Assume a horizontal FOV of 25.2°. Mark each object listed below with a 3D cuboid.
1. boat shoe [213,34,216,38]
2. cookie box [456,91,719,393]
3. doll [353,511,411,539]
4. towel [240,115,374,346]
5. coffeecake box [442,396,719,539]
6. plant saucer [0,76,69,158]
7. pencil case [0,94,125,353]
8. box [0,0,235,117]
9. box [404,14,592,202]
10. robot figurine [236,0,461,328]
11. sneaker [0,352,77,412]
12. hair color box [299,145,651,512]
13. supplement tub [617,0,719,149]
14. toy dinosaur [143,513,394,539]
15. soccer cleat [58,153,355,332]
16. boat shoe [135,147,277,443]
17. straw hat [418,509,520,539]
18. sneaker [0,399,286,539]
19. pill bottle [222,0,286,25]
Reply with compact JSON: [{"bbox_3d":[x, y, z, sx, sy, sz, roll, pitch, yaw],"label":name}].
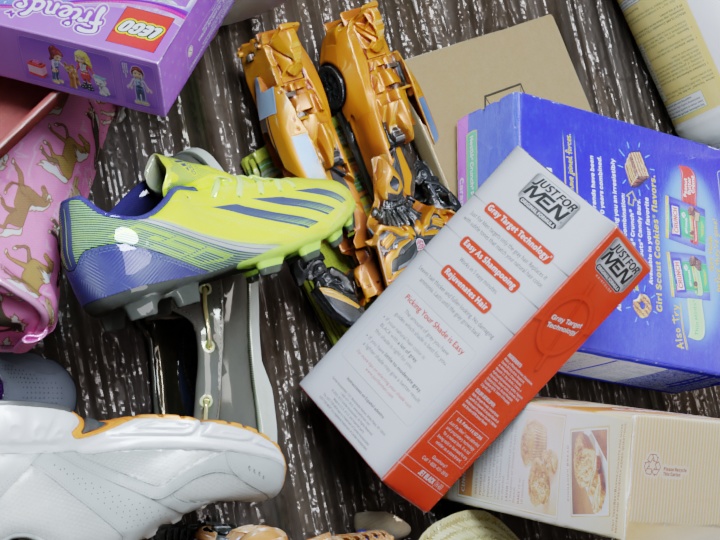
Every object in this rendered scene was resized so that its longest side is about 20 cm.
[{"bbox_3d":[-0.160,-0.189,0.947,0.200,0.072,0.075,43,46,20],"label":"boat shoe"},{"bbox_3d":[0.165,-0.015,1.103,0.198,0.075,0.173,12,70,-31],"label":"cookie box"},{"bbox_3d":[-0.002,0.251,0.954,0.136,0.048,0.201,40,57,-26],"label":"doll"},{"bbox_3d":[0.000,0.000,1.051,0.086,0.018,0.201,-29,93,-36],"label":"towel"},{"bbox_3d":[0.157,0.121,1.003,0.152,0.199,0.074,7,87,-32],"label":"coffeecake box"},{"bbox_3d":[-0.258,-0.091,0.833,0.199,0.037,0.200,25,55,21],"label":"plant saucer"},{"bbox_3d":[-0.186,-0.052,0.881,0.086,0.083,0.201,4,54,10],"label":"pencil case"},{"bbox_3d":[-0.166,-0.160,0.842,0.198,0.039,0.137,15,51,13],"label":"box"},{"bbox_3d":[0.117,-0.073,1.150,0.163,0.021,0.202,-22,89,-36],"label":"box"},{"bbox_3d":[0.002,-0.064,1.025,0.144,0.058,0.202,-22,89,-37],"label":"robot figurine"},{"bbox_3d":[-0.229,0.072,0.829,0.198,0.087,0.075,-4,78,-35],"label":"sneaker"},{"bbox_3d":[0.068,0.034,0.969,0.200,0.102,0.061,-47,138,2],"label":"hair color box"},{"bbox_3d":[0.286,-0.180,1.221,0.145,0.145,0.201,-25,91,-37],"label":"supplement tub"},{"bbox_3d":[-0.068,0.180,0.876,0.198,0.135,0.103,14,68,-30],"label":"toy dinosaur"},{"bbox_3d":[-0.078,-0.031,0.880,0.199,0.064,0.084,-21,91,-44],"label":"soccer cleat"},{"bbox_3d":[-0.098,0.028,0.941,0.060,0.072,0.204,-6,83,-40],"label":"boat shoe"},{"bbox_3d":[0.099,0.247,0.969,0.200,0.085,0.203,10,77,-49],"label":"straw hat"},{"bbox_3d":[-0.130,0.121,0.836,0.198,0.075,0.093,8,76,-31],"label":"sneaker"},{"bbox_3d":[-0.103,-0.258,1.000,0.110,0.111,0.202,-17,85,-36],"label":"pill bottle"}]
